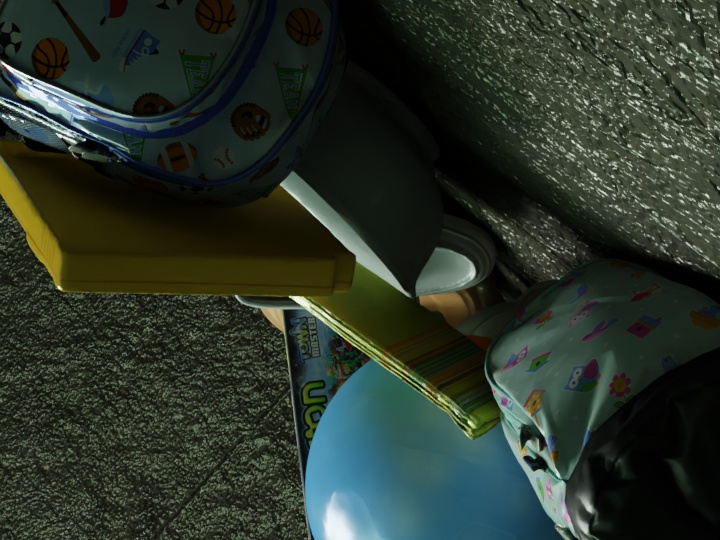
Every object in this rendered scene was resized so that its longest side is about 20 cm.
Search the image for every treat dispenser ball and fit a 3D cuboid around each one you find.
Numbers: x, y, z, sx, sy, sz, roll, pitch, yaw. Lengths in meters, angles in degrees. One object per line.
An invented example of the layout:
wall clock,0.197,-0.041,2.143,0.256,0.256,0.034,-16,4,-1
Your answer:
treat dispenser ball,0.062,0.144,1.002,0.201,0.201,0.201,42,174,5

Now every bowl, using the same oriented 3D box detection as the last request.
bowl,-0.011,-0.077,1.012,0.201,0.090,0.201,41,174,5

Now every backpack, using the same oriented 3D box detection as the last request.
backpack,-0.104,-0.133,0.852,0.189,0.201,0.154,26,179,0
backpack,0.153,0.076,0.819,0.127,0.166,0.200,62,175,-17

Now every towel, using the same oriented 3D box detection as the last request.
towel,0.013,0.032,0.932,0.199,0.018,0.086,35,-156,21

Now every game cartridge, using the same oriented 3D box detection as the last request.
game cartridge,-0.116,-0.031,0.896,0.175,0.033,0.200,2,-159,-25

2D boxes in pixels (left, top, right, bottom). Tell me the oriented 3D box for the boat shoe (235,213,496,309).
boat shoe,0.000,0.000,1.124,0.198,0.069,0.073,4,128,10

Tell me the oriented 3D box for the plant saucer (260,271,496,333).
plant saucer,0.012,0.024,1.238,0.198,0.033,0.201,4,148,2

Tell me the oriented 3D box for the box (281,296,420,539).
box,0.004,0.112,1.143,0.035,0.109,0.202,93,170,-67

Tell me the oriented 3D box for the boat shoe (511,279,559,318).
boat shoe,0.179,0.077,0.956,0.199,0.073,0.063,34,167,31

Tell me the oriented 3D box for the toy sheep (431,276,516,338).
toy sheep,0.116,0.084,1.157,0.138,0.138,0.200,46,180,-31

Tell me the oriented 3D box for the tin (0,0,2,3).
tin,-0.220,-0.209,1.051,0.111,0.202,0.042,-2,-177,-10
